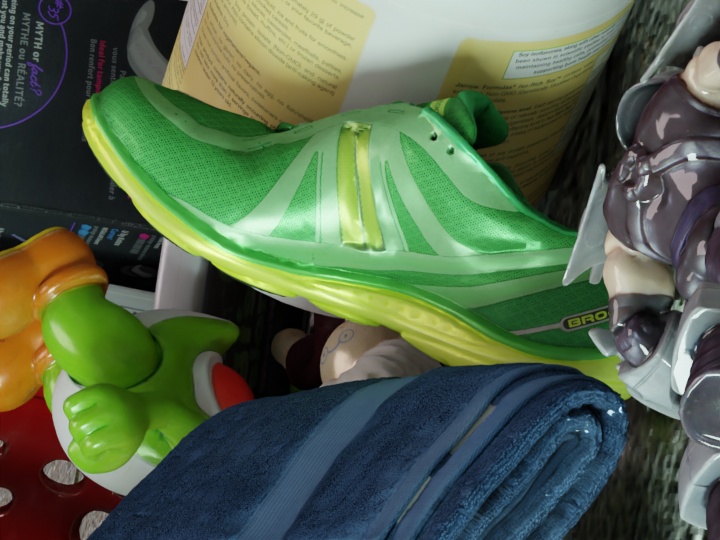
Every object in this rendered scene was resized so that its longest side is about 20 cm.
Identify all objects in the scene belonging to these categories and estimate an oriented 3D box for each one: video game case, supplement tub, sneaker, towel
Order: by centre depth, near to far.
[{"bbox_3d":[-0.009,0.074,0.907,0.112,0.049,0.200,-50,20,-28],"label":"towel"},{"bbox_3d":[0.008,-0.024,0.940,0.074,0.200,0.084,-27,-42,-78],"label":"sneaker"},{"bbox_3d":[0.017,-0.096,1.009,0.145,0.145,0.200,-95,20,-44],"label":"supplement tub"},{"bbox_3d":[-0.052,0.014,1.274,0.182,0.023,0.200,-15,-65,-74],"label":"video game case"}]

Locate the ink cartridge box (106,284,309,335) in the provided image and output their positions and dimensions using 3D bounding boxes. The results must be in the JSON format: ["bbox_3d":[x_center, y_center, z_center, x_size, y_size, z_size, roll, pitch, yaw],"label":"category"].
[{"bbox_3d":[-0.128,0.046,1.453,0.200,0.162,0.050,142,137,-70],"label":"ink cartridge box"}]

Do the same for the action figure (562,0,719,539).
[{"bbox_3d":[0.102,0.002,0.790,0.200,0.069,0.130,-94,12,-54],"label":"action figure"}]

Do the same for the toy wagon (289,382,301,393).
[{"bbox_3d":[-0.011,0.114,1.205,0.200,0.040,0.155,157,121,-74],"label":"toy wagon"}]

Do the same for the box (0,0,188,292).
[{"bbox_3d":[-0.122,-0.062,1.419,0.106,0.200,0.122,133,143,-66],"label":"box"}]

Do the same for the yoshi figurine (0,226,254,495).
[{"bbox_3d":[-0.086,0.086,1.130,0.200,0.112,0.112,44,113,21],"label":"yoshi figurine"}]

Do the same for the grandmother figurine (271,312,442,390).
[{"bbox_3d":[0.000,0.000,1.175,0.121,0.061,0.200,-59,22,31],"label":"grandmother figurine"}]

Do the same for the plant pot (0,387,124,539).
[{"bbox_3d":[-0.166,0.172,1.343,0.200,0.200,0.183,-96,29,-45],"label":"plant pot"}]
